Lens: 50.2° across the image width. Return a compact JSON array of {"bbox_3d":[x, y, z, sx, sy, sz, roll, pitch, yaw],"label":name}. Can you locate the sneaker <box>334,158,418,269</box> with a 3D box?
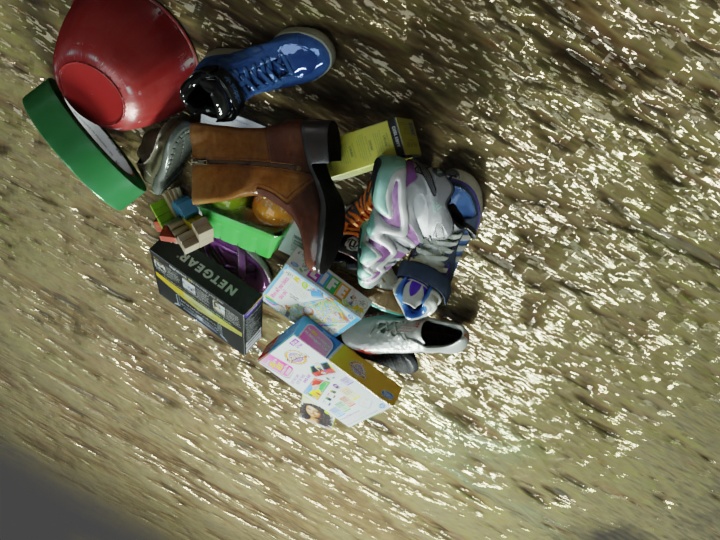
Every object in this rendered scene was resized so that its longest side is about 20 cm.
[{"bbox_3d":[0.017,-0.065,1.042,0.078,0.112,0.200,32,140,-8],"label":"sneaker"}]

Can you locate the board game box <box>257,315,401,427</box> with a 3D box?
[{"bbox_3d":[-0.053,0.170,1.258,0.200,0.040,0.153,38,144,-11],"label":"board game box"}]

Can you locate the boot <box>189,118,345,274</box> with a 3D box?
[{"bbox_3d":[-0.124,-0.090,0.942,0.200,0.068,0.188,1,103,20],"label":"boot"}]

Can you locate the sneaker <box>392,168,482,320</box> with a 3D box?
[{"bbox_3d":[0.099,-0.019,1.021,0.081,0.147,0.200,21,141,6],"label":"sneaker"}]

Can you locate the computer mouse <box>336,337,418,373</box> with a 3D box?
[{"bbox_3d":[0.007,0.101,1.286,0.200,0.046,0.140,11,144,36],"label":"computer mouse"}]

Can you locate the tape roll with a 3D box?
[{"bbox_3d":[-0.387,-0.177,1.089,0.200,0.048,0.200,51,178,2],"label":"tape roll"}]

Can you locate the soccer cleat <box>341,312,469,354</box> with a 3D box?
[{"bbox_3d":[0.069,0.097,1.191,0.200,0.069,0.085,4,167,4],"label":"soccer cleat"}]

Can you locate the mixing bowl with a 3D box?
[{"bbox_3d":[-0.327,-0.261,1.018,0.200,0.108,0.200,16,139,14],"label":"mixing bowl"}]

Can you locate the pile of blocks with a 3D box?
[{"bbox_3d":[-0.281,-0.077,1.150,0.200,0.062,0.082,23,137,60],"label":"pile of blocks"}]

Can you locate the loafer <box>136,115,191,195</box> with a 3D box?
[{"bbox_3d":[-0.290,-0.169,1.104,0.070,0.075,0.200,41,152,-7],"label":"loafer"}]

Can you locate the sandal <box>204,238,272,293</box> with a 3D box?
[{"bbox_3d":[-0.219,-0.027,1.260,0.082,0.050,0.203,-8,130,34],"label":"sandal"}]

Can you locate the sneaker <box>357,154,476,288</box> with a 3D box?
[{"bbox_3d":[0.072,-0.046,0.951,0.140,0.078,0.200,7,137,-6],"label":"sneaker"}]

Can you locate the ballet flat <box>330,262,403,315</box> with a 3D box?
[{"bbox_3d":[0.000,0.000,1.173,0.200,0.068,0.072,27,122,6],"label":"ballet flat"}]

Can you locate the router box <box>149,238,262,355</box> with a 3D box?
[{"bbox_3d":[-0.258,0.040,1.302,0.200,0.052,0.157,34,152,11],"label":"router box"}]

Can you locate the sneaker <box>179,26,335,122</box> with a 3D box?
[{"bbox_3d":[-0.132,-0.233,0.939,0.200,0.111,0.077,1,134,27],"label":"sneaker"}]

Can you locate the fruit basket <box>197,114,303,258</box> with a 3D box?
[{"bbox_3d":[-0.150,-0.125,1.106,0.185,0.094,0.200,21,125,6],"label":"fruit basket"}]

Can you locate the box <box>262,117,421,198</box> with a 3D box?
[{"bbox_3d":[-0.029,-0.141,0.975,0.200,0.075,0.050,-15,93,23],"label":"box"}]

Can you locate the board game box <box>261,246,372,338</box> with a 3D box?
[{"bbox_3d":[-0.073,0.045,1.177,0.134,0.034,0.200,36,157,-6],"label":"board game box"}]

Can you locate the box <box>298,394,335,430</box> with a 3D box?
[{"bbox_3d":[-0.068,0.228,1.433,0.075,0.050,0.200,20,145,6],"label":"box"}]
